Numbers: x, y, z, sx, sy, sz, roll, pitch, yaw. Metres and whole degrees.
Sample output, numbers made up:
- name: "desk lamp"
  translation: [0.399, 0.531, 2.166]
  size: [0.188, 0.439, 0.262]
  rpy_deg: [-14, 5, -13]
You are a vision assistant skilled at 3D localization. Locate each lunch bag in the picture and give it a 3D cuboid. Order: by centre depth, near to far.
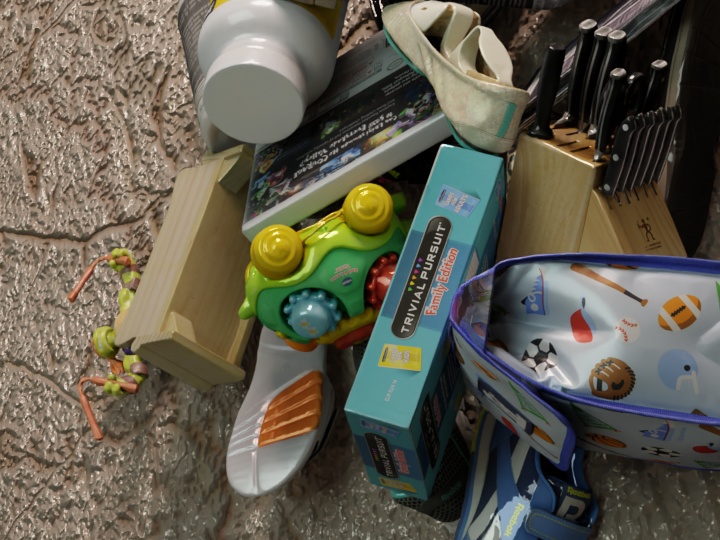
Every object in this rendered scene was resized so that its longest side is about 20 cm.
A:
- name: "lunch bag"
  translation: [0.155, 0.059, 1.003]
  size: [0.200, 0.170, 0.124]
  rpy_deg: [9, 75, 8]

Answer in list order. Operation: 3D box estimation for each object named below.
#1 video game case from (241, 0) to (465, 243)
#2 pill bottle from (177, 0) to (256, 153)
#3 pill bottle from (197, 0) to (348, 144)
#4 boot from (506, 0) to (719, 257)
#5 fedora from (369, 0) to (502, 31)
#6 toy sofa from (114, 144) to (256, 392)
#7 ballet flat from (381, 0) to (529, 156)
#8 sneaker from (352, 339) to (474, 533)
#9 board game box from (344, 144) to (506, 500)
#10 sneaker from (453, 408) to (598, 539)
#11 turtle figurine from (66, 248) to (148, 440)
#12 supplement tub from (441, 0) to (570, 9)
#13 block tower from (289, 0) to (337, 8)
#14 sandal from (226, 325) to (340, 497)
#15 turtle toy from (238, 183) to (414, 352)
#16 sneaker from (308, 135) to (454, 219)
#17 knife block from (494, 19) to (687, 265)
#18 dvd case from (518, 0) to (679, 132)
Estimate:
- name: "video game case"
  translation: [-0.003, -0.123, 1.265]
  size: [0.200, 0.023, 0.182]
  rpy_deg: [-28, 32, 24]
- name: "pill bottle"
  translation: [-0.105, -0.205, 1.453]
  size: [0.113, 0.113, 0.200]
  rpy_deg: [-35, 53, 29]
- name: "pill bottle"
  translation: [-0.071, -0.198, 1.304]
  size: [0.112, 0.112, 0.200]
  rpy_deg: [-29, 33, 33]
- name: "boot"
  translation: [0.188, -0.107, 1.165]
  size: [0.151, 0.073, 0.200]
  rpy_deg: [6, 86, 44]
- name: "fedora"
  translation: [0.051, -0.284, 1.349]
  size: [0.201, 0.092, 0.201]
  rpy_deg: [-18, 62, 38]
- name: "toy sofa"
  translation: [-0.127, -0.002, 1.384]
  size: [0.098, 0.083, 0.200]
  rpy_deg: [-14, 51, 50]
- name: "ballet flat"
  translation: [0.073, -0.155, 1.142]
  size: [0.062, 0.067, 0.200]
  rpy_deg: [-64, 34, 29]
- name: "sneaker"
  translation: [0.033, 0.108, 1.208]
  size: [0.078, 0.091, 0.200]
  rpy_deg: [-50, 45, 21]
- name: "board game box"
  translation: [0.050, 0.038, 1.098]
  size: [0.047, 0.151, 0.200]
  rpy_deg: [15, 67, 14]
- name: "sneaker"
  translation: [0.116, 0.182, 1.114]
  size: [0.082, 0.074, 0.200]
  rpy_deg: [-5, 71, 40]
- name: "turtle figurine"
  translation: [-0.191, 0.054, 1.465]
  size: [0.161, 0.064, 0.200]
  rpy_deg: [-26, 48, 25]
- name: "supplement tub"
  translation: [0.095, -0.264, 1.222]
  size: [0.200, 0.123, 0.123]
  rpy_deg: [6, 74, 2]
- name: "block tower"
  translation: [-0.032, -0.288, 1.283]
  size: [0.200, 0.054, 0.058]
  rpy_deg: [-83, 6, -46]
- name: "sandal"
  translation: [-0.051, 0.107, 1.321]
  size: [0.079, 0.059, 0.207]
  rpy_deg: [-10, 45, 24]
- name: "turtle toy"
  translation: [0.000, 0.000, 1.234]
  size: [0.200, 0.146, 0.101]
  rpy_deg: [-24, 83, -10]
- name: "sneaker"
  translation: [0.014, -0.098, 1.323]
  size: [0.200, 0.074, 0.087]
  rpy_deg: [-37, 45, 21]
- name: "knife block"
  translation: [0.140, -0.064, 1.103]
  size: [0.200, 0.064, 0.176]
  rpy_deg: [-32, 78, 48]
- name: "dvd case"
  translation: [0.194, -0.182, 1.160]
  size: [0.200, 0.016, 0.149]
  rpy_deg: [-38, 8, 26]
